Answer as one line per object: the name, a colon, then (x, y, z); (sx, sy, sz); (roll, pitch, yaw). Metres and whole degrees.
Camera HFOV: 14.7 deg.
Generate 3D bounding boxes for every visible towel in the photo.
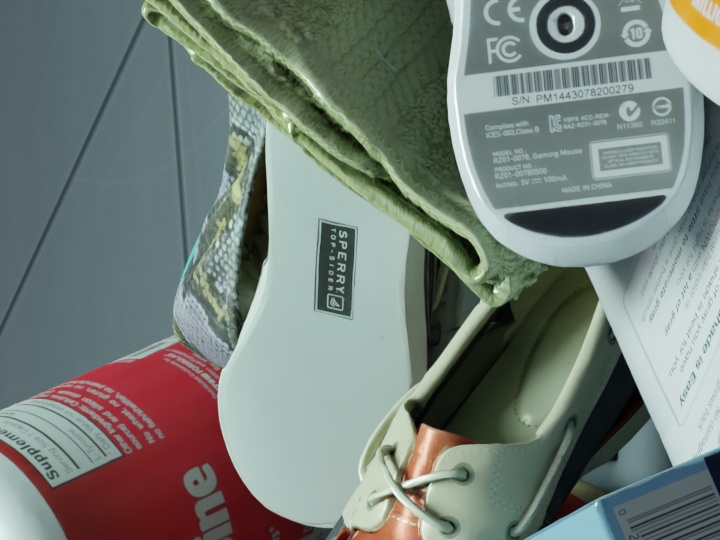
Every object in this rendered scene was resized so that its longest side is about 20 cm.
towel: (0.023, -0.076, 0.862); (0.036, 0.148, 0.200); (-48, 0, 31)

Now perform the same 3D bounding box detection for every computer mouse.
computer mouse: (0.054, -0.097, 0.795); (0.044, 0.110, 0.200); (45, -139, -77)

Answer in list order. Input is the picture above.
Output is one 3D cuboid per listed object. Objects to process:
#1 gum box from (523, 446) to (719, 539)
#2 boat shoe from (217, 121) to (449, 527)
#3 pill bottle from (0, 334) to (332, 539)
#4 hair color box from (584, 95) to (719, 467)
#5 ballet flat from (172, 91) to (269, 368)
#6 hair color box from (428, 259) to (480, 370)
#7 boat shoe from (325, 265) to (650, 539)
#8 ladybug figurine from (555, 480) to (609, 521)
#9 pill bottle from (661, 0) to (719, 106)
gum box: (0.087, 0.142, 0.719); (0.200, 0.045, 0.170); (128, 121, -76)
boat shoe: (0.000, 0.000, 0.953); (0.064, 0.071, 0.200); (-57, -18, -51)
pill bottle: (-0.109, 0.102, 1.062); (0.112, 0.200, 0.112); (24, 125, 39)
hair color box: (0.128, 0.023, 0.755); (0.200, 0.060, 0.100); (-108, 31, -50)
ballet flat: (-0.016, -0.043, 1.019); (0.072, 0.072, 0.200); (-115, 34, -55)
hair color box: (0.046, -0.029, 1.004); (0.099, 0.061, 0.200); (159, 116, -69)
boat shoe: (0.034, 0.061, 0.859); (0.071, 0.200, 0.063); (23, 153, 34)
ladybug figurine: (0.047, 0.135, 0.907); (0.200, 0.072, 0.136); (40, 111, 62)
pill bottle: (0.149, -0.130, 0.661); (0.113, 0.113, 0.200); (-121, 41, -60)
